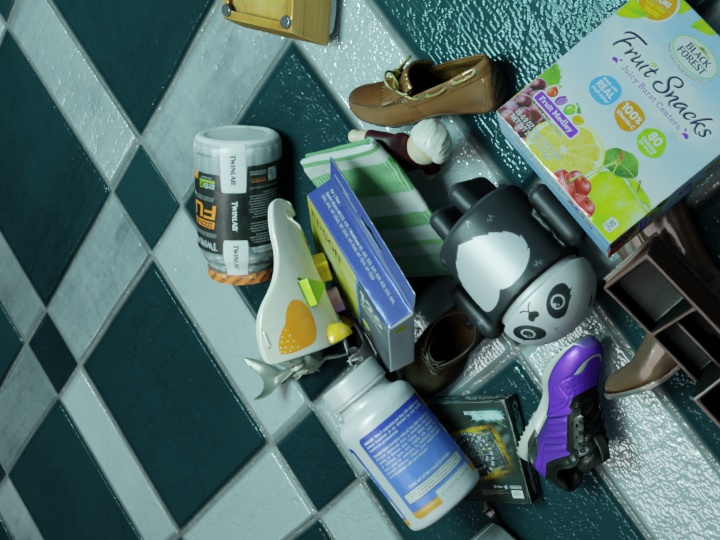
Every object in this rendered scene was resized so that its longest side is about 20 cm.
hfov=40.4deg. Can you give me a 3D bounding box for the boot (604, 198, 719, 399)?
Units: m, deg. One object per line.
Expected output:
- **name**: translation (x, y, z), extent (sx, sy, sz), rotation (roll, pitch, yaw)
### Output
- **boot**: translation (0.285, 0.013, 1.016), extent (0.186, 0.064, 0.201), rotation (-35, 84, 30)

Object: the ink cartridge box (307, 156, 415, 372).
- **ink cartridge box**: translation (0.000, 0.000, 1.149), extent (0.199, 0.047, 0.201), rotation (59, 171, 24)

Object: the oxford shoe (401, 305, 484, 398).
- **oxford shoe**: translation (0.096, 0.097, 1.205), extent (0.073, 0.084, 0.201), rotation (47, 132, 16)

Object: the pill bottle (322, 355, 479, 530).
- **pill bottle**: translation (0.046, 0.209, 1.210), extent (0.201, 0.112, 0.112), rotation (52, 132, 3)

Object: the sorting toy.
- **sorting toy**: translation (-0.080, 0.003, 1.195), extent (0.105, 0.200, 0.183), rotation (-14, 93, 1)

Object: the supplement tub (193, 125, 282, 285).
- **supplement tub**: translation (-0.166, -0.090, 1.348), extent (0.121, 0.122, 0.203), rotation (16, 115, 37)

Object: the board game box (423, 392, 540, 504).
- **board game box**: translation (0.128, 0.228, 1.257), extent (0.198, 0.028, 0.137), rotation (-9, 98, 44)

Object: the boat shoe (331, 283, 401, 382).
- **boat shoe**: translation (-0.003, 0.109, 1.295), extent (0.072, 0.062, 0.202), rotation (-29, 76, 46)

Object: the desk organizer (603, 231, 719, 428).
- **desk organizer**: translation (0.320, 0.067, 0.927), extent (0.200, 0.077, 0.072), rotation (47, 117, 5)

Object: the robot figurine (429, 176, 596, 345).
- **robot figurine**: translation (0.166, -0.011, 1.072), extent (0.200, 0.124, 0.151), rotation (49, 166, 18)

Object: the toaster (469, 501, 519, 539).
- **toaster**: translation (0.170, 0.436, 1.232), extent (0.199, 0.118, 0.182), rotation (39, 126, 26)

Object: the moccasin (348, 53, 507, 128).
- **moccasin**: translation (0.067, -0.210, 1.116), extent (0.200, 0.074, 0.078), rotation (5, 139, 42)

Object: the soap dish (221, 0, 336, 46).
- **soap dish**: translation (-0.101, -0.391, 1.212), extent (0.156, 0.081, 0.203), rotation (22, 117, 35)

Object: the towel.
- **towel**: translation (0.026, -0.069, 1.181), extent (0.152, 0.023, 0.201), rotation (-6, 127, 51)

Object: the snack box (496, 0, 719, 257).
- **snack box**: translation (0.256, -0.143, 0.914), extent (0.199, 0.068, 0.169), rotation (-39, 73, 2)

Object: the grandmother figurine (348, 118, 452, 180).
- **grandmother figurine**: translation (0.042, -0.133, 1.155), extent (0.199, 0.120, 0.061), rotation (-13, 69, 59)

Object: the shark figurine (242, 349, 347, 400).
- **shark figurine**: translation (-0.091, 0.111, 1.389), extent (0.091, 0.127, 0.214), rotation (70, 157, 9)

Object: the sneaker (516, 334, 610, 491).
- **sneaker**: translation (0.246, 0.166, 1.089), extent (0.100, 0.069, 0.202), rotation (49, 142, 40)
